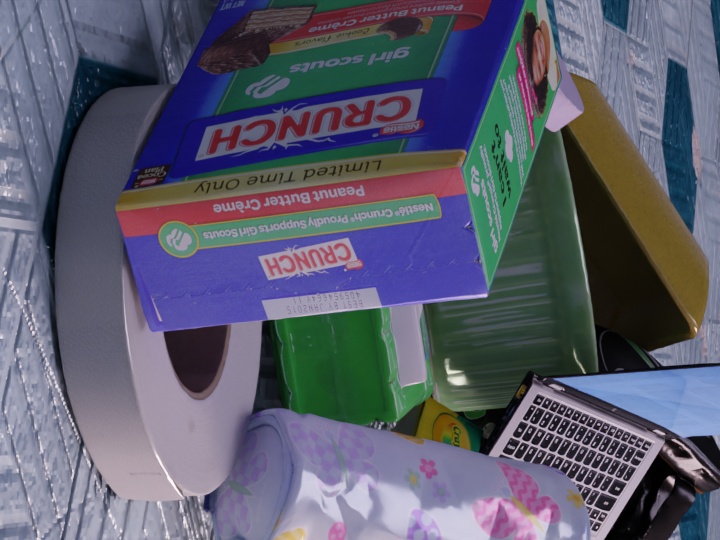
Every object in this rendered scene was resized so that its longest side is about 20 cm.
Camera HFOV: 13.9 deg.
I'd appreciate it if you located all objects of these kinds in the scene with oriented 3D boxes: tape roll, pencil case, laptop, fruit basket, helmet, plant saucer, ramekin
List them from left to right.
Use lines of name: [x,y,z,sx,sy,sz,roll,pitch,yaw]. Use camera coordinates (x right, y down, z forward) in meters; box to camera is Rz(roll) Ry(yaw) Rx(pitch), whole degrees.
tape roll: [-0.095,0.011,1.433,0.203,0.037,0.204,-2,90,-74]
fruit basket: [0.000,0.000,1.664,0.200,0.093,0.186,-62,146,-66]
pencil case: [0.022,0.130,1.525,0.199,0.083,0.091,13,68,-29]
ramekin: [0.078,-0.010,1.771,0.200,0.097,0.201,171,-90,-90]
helmet: [0.131,0.124,1.913,0.191,0.199,0.201,-126,-155,-65]
plant saucer: [0.150,-0.041,1.947,0.201,0.048,0.200,58,-18,-2]
laptop: [0.164,0.127,1.708,0.201,0.116,0.187,-58,147,4]

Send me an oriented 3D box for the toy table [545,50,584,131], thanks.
toy table: [0.018,-0.135,1.567,0.184,0.117,0.201,37,23,-57]

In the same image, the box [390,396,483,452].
box: [0.007,0.176,1.628,0.117,0.048,0.200,-49,-166,40]

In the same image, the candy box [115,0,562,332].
candy box: [-0.006,-0.062,1.385,0.200,0.168,0.077,-70,149,-53]
